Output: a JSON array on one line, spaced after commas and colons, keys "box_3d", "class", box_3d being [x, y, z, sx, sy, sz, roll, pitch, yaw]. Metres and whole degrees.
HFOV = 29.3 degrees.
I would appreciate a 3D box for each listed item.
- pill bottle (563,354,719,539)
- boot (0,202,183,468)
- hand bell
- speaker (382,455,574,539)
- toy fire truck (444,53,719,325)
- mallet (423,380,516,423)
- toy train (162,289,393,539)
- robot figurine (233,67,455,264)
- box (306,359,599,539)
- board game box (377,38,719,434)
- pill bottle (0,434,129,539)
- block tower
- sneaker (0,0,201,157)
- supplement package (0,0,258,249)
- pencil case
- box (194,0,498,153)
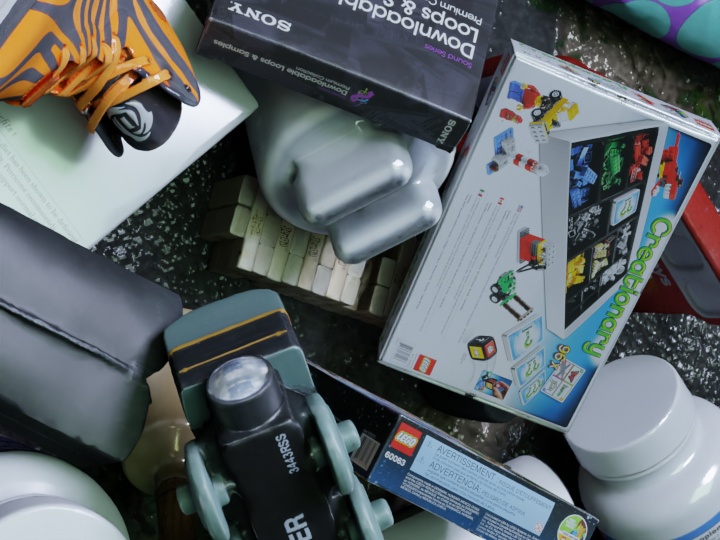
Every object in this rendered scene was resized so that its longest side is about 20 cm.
[{"box_3d": [0.211, 0.154, 0.912, 0.112, 0.112, 0.201, -47, 120, -20], "class": "pill bottle"}, {"box_3d": [-0.162, -0.024, 0.627, 0.199, 0.065, 0.166, 32, 75, -23], "class": "boot"}, {"box_3d": [-0.093, 0.121, 0.706, 0.103, 0.201, 0.105, -6, 126, -8], "class": "hand bell"}, {"box_3d": [0.037, 0.187, 0.853, 0.198, 0.081, 0.082, -19, 98, -26], "class": "speaker"}, {"box_3d": [0.153, -0.053, 0.869, 0.112, 0.167, 0.201, -40, 107, -22], "class": "toy fire truck"}, {"box_3d": [0.140, 0.075, 0.918, 0.198, 0.066, 0.042, 0, 92, -28], "class": "mallet"}, {"box_3d": [-0.034, 0.105, 0.651, 0.084, 0.114, 0.201, -21, 126, -4], "class": "toy train"}, {"box_3d": [-0.013, -0.102, 0.787, 0.112, 0.202, 0.170, -23, 141, 10], "class": "robot figurine"}, {"box_3d": [0.026, 0.102, 0.781, 0.136, 0.200, 0.038, 29, 86, -25], "class": "box"}, {"box_3d": [0.103, -0.015, 0.789, 0.125, 0.035, 0.202, 21, 112, -7], "class": "board game box"}, {"box_3d": [-0.178, 0.145, 0.673, 0.118, 0.199, 0.121, 1, 89, -28], "class": "pill bottle"}, {"box_3d": [0.000, 0.000, 0.852, 0.198, 0.058, 0.055, 19, 81, -25], "class": "block tower"}, {"box_3d": [-0.121, -0.092, 0.596, 0.112, 0.077, 0.201, 54, 24, -22], "class": "sneaker"}, {"box_3d": [-0.175, -0.069, 0.723, 0.200, 0.117, 0.117, -42, 107, -21], "class": "supplement package"}, {"box_3d": [0.230, -0.202, 0.958, 0.198, 0.085, 0.093, 20, 108, -27], "class": "pencil case"}, {"box_3d": [0.008, -0.172, 0.730, 0.141, 0.036, 0.202, 19, 60, -9], "class": "box"}]
